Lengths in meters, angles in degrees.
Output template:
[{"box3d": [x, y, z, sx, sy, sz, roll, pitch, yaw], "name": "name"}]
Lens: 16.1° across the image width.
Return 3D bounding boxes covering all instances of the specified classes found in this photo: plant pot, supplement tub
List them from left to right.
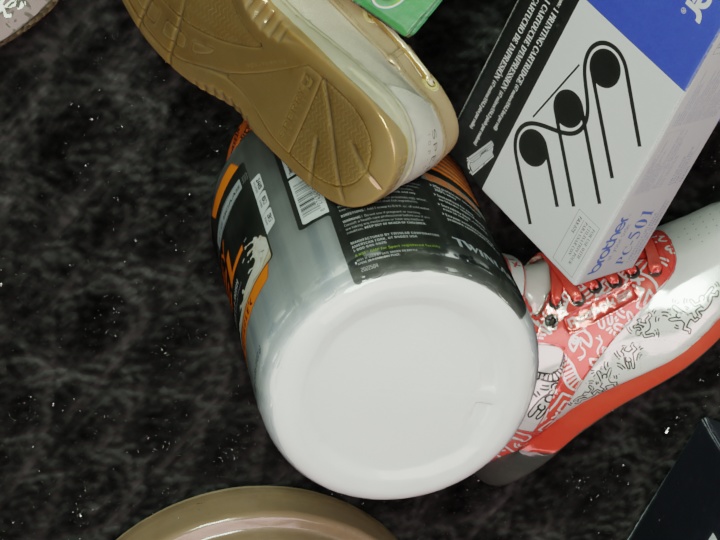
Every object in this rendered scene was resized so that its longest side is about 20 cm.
[{"box3d": [-0.054, 0.219, 1.317, 0.200, 0.093, 0.202, -5, 121, -8], "name": "plant pot"}, {"box3d": [0.000, 0.000, 1.134, 0.122, 0.200, 0.123, -5, 121, -9], "name": "supplement tub"}]

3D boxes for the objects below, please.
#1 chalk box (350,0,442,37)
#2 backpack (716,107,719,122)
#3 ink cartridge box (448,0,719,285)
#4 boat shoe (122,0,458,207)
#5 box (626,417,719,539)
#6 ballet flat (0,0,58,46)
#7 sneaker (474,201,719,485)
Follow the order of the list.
[{"box3d": [0.006, -0.194, 1.066, 0.200, 0.125, 0.124, 31, 110, -27], "name": "chalk box"}, {"box3d": [0.214, -0.166, 1.107, 0.168, 0.162, 0.201, -10, 127, -52], "name": "backpack"}, {"box3d": [0.114, -0.100, 1.068, 0.044, 0.094, 0.200, -16, 143, -43], "name": "ink cartridge box"}, {"box3d": [-0.036, -0.108, 1.097, 0.069, 0.200, 0.074, -19, 152, -48], "name": "boat shoe"}, {"box3d": [0.253, 0.193, 1.304, 0.182, 0.200, 0.104, 19, 113, -21], "name": "box"}, {"box3d": [-0.205, -0.099, 1.127, 0.200, 0.046, 0.067, -40, 89, 6], "name": "ballet flat"}, {"box3d": [0.101, 0.014, 1.243, 0.201, 0.067, 0.108, -40, 123, 15], "name": "sneaker"}]
